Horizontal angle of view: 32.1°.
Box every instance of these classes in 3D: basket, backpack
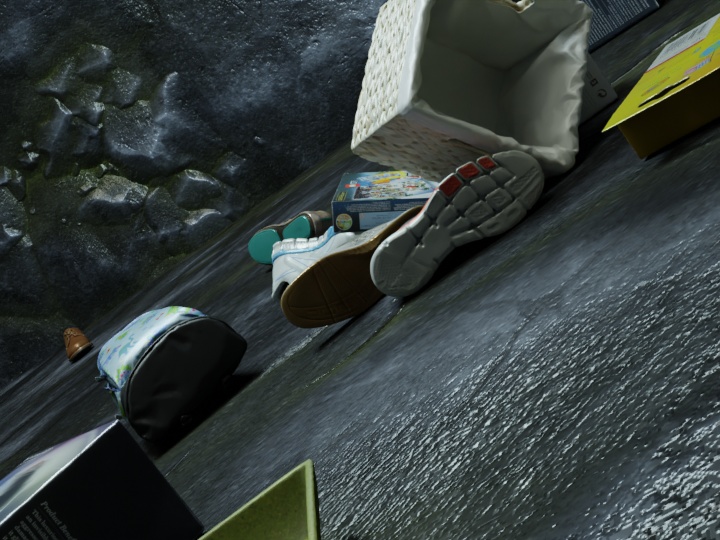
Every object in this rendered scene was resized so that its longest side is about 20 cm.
[{"bbox_3d":[0.115,-0.197,1.317,0.161,0.197,0.202,-32,44,61],"label":"basket"},{"bbox_3d":[-0.233,0.116,1.481,0.163,0.154,0.200,-46,-2,-13],"label":"backpack"}]

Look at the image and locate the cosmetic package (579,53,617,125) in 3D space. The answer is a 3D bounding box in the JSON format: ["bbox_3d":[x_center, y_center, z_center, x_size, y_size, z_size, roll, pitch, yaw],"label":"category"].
[{"bbox_3d":[0.196,-0.179,1.477,0.199,0.071,0.101,-36,9,10],"label":"cosmetic package"}]

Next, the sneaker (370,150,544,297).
[{"bbox_3d":[0.093,-0.054,1.249,0.199,0.077,0.082,-34,3,11],"label":"sneaker"}]

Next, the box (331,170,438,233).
[{"bbox_3d":[0.041,-0.086,1.500,0.135,0.038,0.200,-3,13,4],"label":"box"}]

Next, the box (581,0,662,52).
[{"bbox_3d":[0.356,-0.409,1.904,0.199,0.107,0.149,-32,11,32],"label":"box"}]

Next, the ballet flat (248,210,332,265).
[{"bbox_3d":[-0.110,-0.054,2.073,0.067,0.069,0.199,-19,2,-38],"label":"ballet flat"}]

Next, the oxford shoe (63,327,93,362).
[{"bbox_3d":[-0.709,0.179,3.095,0.071,0.072,0.200,-37,11,-12],"label":"oxford shoe"}]

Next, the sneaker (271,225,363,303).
[{"bbox_3d":[-0.038,0.000,1.536,0.199,0.075,0.087,-18,53,45],"label":"sneaker"}]

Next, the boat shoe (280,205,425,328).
[{"bbox_3d":[0.000,0.000,1.353,0.199,0.071,0.069,-30,6,-14],"label":"boat shoe"}]

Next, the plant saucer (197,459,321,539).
[{"bbox_3d":[-0.092,0.211,0.707,0.199,0.048,0.200,-37,9,3],"label":"plant saucer"}]

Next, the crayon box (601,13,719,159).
[{"bbox_3d":[0.303,-0.171,1.107,0.127,0.051,0.200,-29,12,42],"label":"crayon box"}]

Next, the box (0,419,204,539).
[{"bbox_3d":[-0.266,0.237,1.001,0.198,0.124,0.200,-42,11,-38],"label":"box"}]
